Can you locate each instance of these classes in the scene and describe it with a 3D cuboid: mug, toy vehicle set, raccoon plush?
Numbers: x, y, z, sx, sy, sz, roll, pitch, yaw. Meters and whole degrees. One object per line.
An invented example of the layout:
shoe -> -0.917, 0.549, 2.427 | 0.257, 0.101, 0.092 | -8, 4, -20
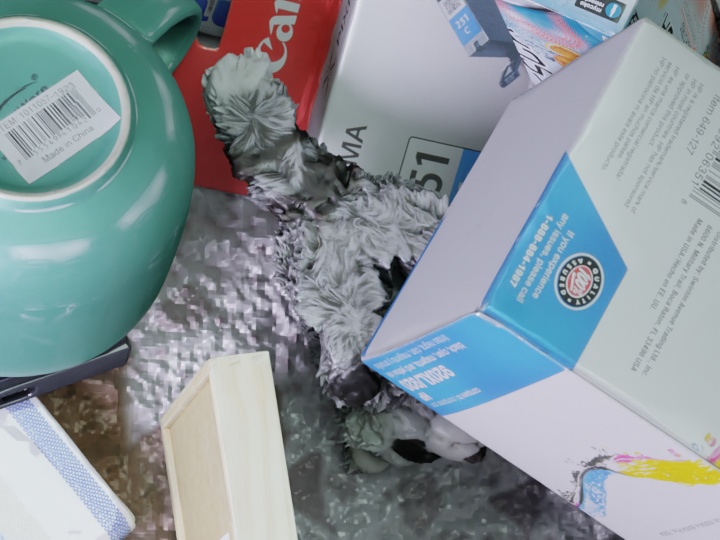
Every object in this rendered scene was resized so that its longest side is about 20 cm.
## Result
mug -> -0.146, -0.059, 1.239 | 0.152, 0.114, 0.185 | 6, 66, -8
toy vehicle set -> -0.051, 0.147, 1.248 | 0.027, 0.124, 0.200 | -6, 77, -16
raccoon plush -> 0.000, 0.000, 1.308 | 0.097, 0.134, 0.200 | -20, 72, -12

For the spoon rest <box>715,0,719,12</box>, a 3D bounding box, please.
spoon rest -> 0.193, -0.115, 1.313 | 0.099, 0.061, 0.200 | 24, 32, -49

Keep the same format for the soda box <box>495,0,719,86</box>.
soda box -> 0.112, -0.110, 1.266 | 0.064, 0.200, 0.068 | 24, 81, 17

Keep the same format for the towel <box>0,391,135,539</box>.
towel -> -0.215, 0.119, 1.267 | 0.200, 0.024, 0.147 | -40, 88, -20

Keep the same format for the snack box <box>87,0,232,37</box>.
snack box -> -0.046, -0.138, 1.353 | 0.200, 0.072, 0.024 | 14, 48, -10

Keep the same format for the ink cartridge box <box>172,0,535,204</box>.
ink cartridge box -> -0.005, -0.111, 1.315 | 0.176, 0.045, 0.200 | 12, 110, -11

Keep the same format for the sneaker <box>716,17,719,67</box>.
sneaker -> 0.216, -0.109, 1.407 | 0.080, 0.071, 0.200 | 31, 64, -3

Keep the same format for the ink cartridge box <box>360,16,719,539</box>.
ink cartridge box -> 0.136, 0.023, 1.184 | 0.200, 0.145, 0.147 | 34, 70, -10

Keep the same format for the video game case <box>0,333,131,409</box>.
video game case -> -0.224, -0.018, 1.284 | 0.181, 0.026, 0.200 | -20, 72, -19
